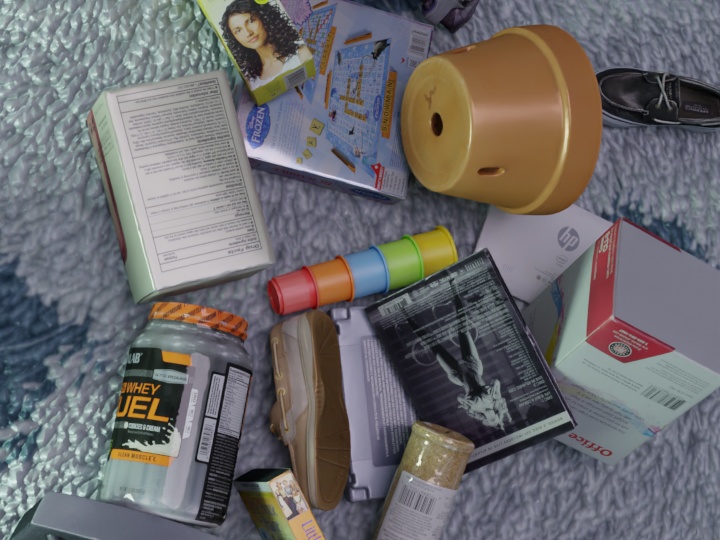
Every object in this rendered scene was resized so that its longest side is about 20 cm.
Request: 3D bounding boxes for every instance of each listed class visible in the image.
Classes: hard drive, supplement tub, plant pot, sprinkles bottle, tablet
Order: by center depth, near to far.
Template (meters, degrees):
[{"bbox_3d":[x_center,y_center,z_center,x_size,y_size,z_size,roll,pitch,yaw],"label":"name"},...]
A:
[{"bbox_3d":[-0.216,0.255,1.296,0.199,0.135,0.042,20,65,-16],"label":"hard drive"},{"bbox_3d":[-0.171,0.138,1.335,0.122,0.122,0.201,14,76,-18],"label":"supplement tub"},{"bbox_3d":[0.051,0.254,1.400,0.068,0.068,0.201,20,92,-16],"label":"sprinkles bottle"},{"bbox_3d":[0.134,-0.152,1.445,0.140,0.200,0.201,-6,84,-29],"label":"plant pot"},{"bbox_3d":[0.224,-0.015,1.566,0.199,0.014,0.131,25,73,-16],"label":"tablet"}]

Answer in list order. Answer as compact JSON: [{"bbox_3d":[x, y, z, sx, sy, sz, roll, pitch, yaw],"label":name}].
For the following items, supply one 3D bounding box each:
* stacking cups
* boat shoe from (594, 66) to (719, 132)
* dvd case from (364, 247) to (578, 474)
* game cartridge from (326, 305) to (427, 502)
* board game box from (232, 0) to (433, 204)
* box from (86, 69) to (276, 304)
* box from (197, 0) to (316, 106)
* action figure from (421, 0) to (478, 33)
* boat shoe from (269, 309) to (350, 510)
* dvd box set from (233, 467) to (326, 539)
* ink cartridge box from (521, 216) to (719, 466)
[{"bbox_3d":[0.000,0.000,1.460,0.199,0.060,0.061,-12,86,-18],"label":"stacking cups"},{"bbox_3d":[0.348,-0.203,1.610,0.199,0.071,0.072,3,81,-19],"label":"boat shoe"},{"bbox_3d":[0.110,0.096,1.413,0.201,0.148,0.016,63,26,-1],"label":"dvd case"},{"bbox_3d":[0.038,0.135,1.461,0.133,0.042,0.201,-2,82,-25],"label":"game cartridge"},{"bbox_3d":[-0.033,-0.190,1.482,0.199,0.041,0.201,15,76,-18],"label":"board game box"},{"bbox_3d":[-0.179,-0.080,1.374,0.127,0.109,0.201,-13,87,-22],"label":"box"},{"bbox_3d":[-0.123,-0.272,1.422,0.075,0.050,0.200,-30,76,-4],"label":"box"},{"bbox_3d":[0.032,-0.329,1.504,0.199,0.069,0.130,14,46,-28],"label":"action figure"},{"bbox_3d":[-0.057,0.143,1.407,0.074,0.069,0.201,23,60,-57],"label":"boat shoe"},{"bbox_3d":[-0.052,0.285,1.344,0.029,0.146,0.201,-27,92,-20],"label":"dvd box set"},{"bbox_3d":[0.264,0.078,1.448,0.145,0.200,0.145,27,46,-14],"label":"ink cartridge box"}]
